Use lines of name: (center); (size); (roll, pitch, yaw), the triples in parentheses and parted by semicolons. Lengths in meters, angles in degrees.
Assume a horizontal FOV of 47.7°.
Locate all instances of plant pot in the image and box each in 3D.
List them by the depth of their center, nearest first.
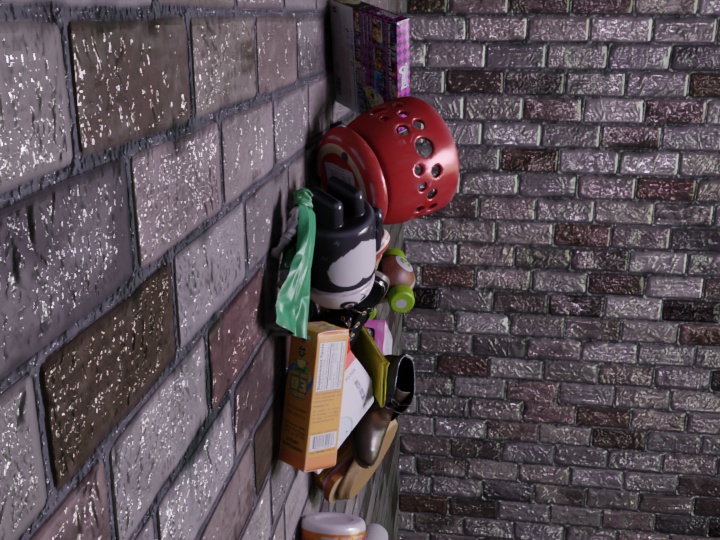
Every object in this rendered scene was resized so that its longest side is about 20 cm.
plant pot: (0.036, -0.167, 1.354); (0.181, 0.200, 0.202); (-27, 133, -29)

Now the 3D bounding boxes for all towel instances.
towel: (0.013, 0.147, 1.407); (0.200, 0.018, 0.087); (-125, -148, -61)

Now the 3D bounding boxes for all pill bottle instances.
pill bottle: (-0.050, 0.517, 1.359); (0.112, 0.111, 0.203); (33, 59, -82)

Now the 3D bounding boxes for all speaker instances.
speaker: (0.027, 0.748, 2.170); (0.200, 0.080, 0.082); (-28, 120, -82)

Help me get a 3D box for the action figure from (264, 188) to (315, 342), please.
action figure: (-0.089, -0.015, 1.096); (0.118, 0.054, 0.203); (63, 34, -72)

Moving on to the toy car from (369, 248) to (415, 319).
toy car: (0.021, -0.029, 1.666); (0.165, 0.156, 0.202); (-98, 172, -55)

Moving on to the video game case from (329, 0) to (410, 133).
video game case: (0.017, -0.366, 1.437); (0.036, 0.181, 0.202); (-28, 133, -30)

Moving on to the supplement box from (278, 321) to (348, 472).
supplement box: (-0.067, 0.178, 1.162); (0.068, 0.066, 0.203); (2, 97, -44)

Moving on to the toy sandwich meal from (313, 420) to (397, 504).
toy sandwich meal: (-0.007, 0.338, 1.502); (0.206, 0.070, 0.206); (-52, 162, -24)

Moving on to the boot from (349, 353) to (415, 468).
boot: (0.038, 0.234, 1.394); (0.097, 0.074, 0.202); (-28, -134, 53)

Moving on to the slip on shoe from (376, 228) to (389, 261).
slip on shoe: (0.000, 0.000, 1.420); (0.200, 0.061, 0.075); (-52, -160, 38)

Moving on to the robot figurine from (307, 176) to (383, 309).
robot figurine: (-0.035, -0.036, 1.227); (0.125, 0.148, 0.202); (-97, -175, -53)

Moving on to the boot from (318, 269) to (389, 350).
boot: (-0.022, 0.102, 1.353); (0.204, 0.073, 0.155); (-45, -154, 48)

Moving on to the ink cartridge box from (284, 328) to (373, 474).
ink cartridge box: (-0.044, 0.208, 1.278); (0.160, 0.047, 0.201); (-48, 155, -27)

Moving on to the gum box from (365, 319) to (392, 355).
gum box: (0.000, 0.146, 1.620); (0.200, 0.112, 0.067); (69, 25, -74)

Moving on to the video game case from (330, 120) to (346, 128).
video game case: (-0.003, -0.188, 1.590); (0.200, 0.025, 0.183); (-9, 80, -82)
